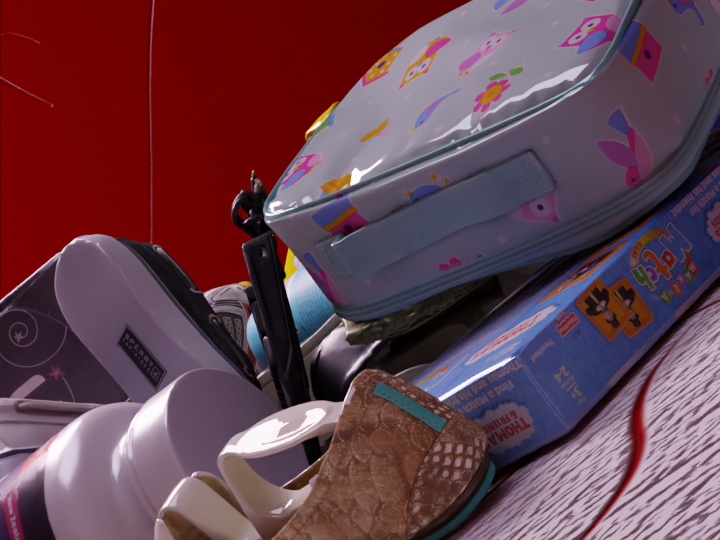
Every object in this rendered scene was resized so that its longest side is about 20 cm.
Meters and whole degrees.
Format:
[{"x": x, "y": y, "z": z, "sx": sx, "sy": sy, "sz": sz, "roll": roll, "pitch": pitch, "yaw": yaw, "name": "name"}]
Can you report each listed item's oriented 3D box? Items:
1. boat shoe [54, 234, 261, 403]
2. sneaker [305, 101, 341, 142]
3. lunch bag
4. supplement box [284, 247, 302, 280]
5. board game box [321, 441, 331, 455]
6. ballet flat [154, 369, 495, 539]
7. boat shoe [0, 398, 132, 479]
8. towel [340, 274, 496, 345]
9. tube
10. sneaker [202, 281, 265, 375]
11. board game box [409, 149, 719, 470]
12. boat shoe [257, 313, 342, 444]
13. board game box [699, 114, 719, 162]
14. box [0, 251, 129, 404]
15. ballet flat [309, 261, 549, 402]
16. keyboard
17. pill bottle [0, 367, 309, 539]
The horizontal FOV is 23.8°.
[{"x": -0.079, "y": 0.056, "z": 0.855, "sx": 0.057, "sy": 0.200, "sz": 0.069, "roll": -8, "pitch": -37, "yaw": -51, "name": "boat shoe"}, {"x": 0.038, "y": -0.049, "z": 1.077, "sx": 0.073, "sy": 0.077, "sz": 0.200, "roll": -45, "pitch": -38, "yaw": 1, "name": "sneaker"}, {"x": 0.059, "y": -0.057, "z": 0.732, "sx": 0.200, "sy": 0.077, "sz": 0.161, "roll": -23, "pitch": 26, "yaw": 38, "name": "lunch bag"}, {"x": 0.019, "y": 0.002, "z": 1.259, "sx": 0.109, "sy": 0.109, "sz": 0.200, "roll": -32, "pitch": -10, "yaw": -13, "name": "supplement box"}, {"x": 0.028, "y": 0.069, "z": 1.139, "sx": 0.200, "sy": 0.029, "sz": 0.135, "roll": -38, "pitch": 1, "yaw": 16, "name": "board game box"}, {"x": -0.034, "y": 0.091, "z": 0.618, "sx": 0.200, "sy": 0.065, "sz": 0.071, "roll": -40, "pitch": 10, "yaw": 37, "name": "ballet flat"}, {"x": -0.111, "y": 0.097, "z": 0.898, "sx": 0.199, "sy": 0.066, "sz": 0.072, "roll": 2, "pitch": -36, "yaw": -30, "name": "boat shoe"}, {"x": 0.065, "y": -0.046, "z": 0.854, "sx": 0.200, "sy": 0.037, "sz": 0.148, "roll": -34, "pitch": 28, "yaw": 11, "name": "towel"}, {"x": 0.000, "y": 0.000, "z": 0.995, "sx": 0.050, "sy": 0.078, "sz": 0.200, "roll": 7, "pitch": -29, "yaw": -31, "name": "tube"}, {"x": -0.078, "y": 0.087, "z": 1.158, "sx": 0.082, "sy": 0.078, "sz": 0.200, "roll": -31, "pitch": -36, "yaw": -17, "name": "sneaker"}, {"x": 0.076, "y": 0.026, "z": 0.681, "sx": 0.200, "sy": 0.037, "sz": 0.151, "roll": -37, "pitch": 0, "yaw": -43, "name": "board game box"}, {"x": 0.013, "y": 0.048, "z": 0.965, "sx": 0.200, "sy": 0.072, "sz": 0.068, "roll": -29, "pitch": 0, "yaw": 35, "name": "boat shoe"}, {"x": 0.148, "y": -0.058, "z": 1.000, "sx": 0.200, "sy": 0.045, "sz": 0.134, "roll": -37, "pitch": -17, "yaw": 36, "name": "board game box"}, {"x": -0.152, "y": 0.100, "z": 1.021, "sx": 0.132, "sy": 0.200, "sz": 0.115, "roll": -38, "pitch": -1, "yaw": 8, "name": "box"}, {"x": 0.064, "y": 0.024, "z": 0.861, "sx": 0.200, "sy": 0.073, "sz": 0.073, "roll": -32, "pitch": 1, "yaw": 10, "name": "ballet flat"}, {"x": -0.040, "y": 0.033, "z": 0.824, "sx": 0.021, "sy": 0.127, "sz": 0.200, "roll": -11, "pitch": -23, "yaw": -2, "name": "keyboard"}, {"x": -0.118, "y": 0.129, "z": 0.773, "sx": 0.200, "sy": 0.112, "sz": 0.111, "roll": -38, "pitch": 0, "yaw": 30, "name": "pill bottle"}]
